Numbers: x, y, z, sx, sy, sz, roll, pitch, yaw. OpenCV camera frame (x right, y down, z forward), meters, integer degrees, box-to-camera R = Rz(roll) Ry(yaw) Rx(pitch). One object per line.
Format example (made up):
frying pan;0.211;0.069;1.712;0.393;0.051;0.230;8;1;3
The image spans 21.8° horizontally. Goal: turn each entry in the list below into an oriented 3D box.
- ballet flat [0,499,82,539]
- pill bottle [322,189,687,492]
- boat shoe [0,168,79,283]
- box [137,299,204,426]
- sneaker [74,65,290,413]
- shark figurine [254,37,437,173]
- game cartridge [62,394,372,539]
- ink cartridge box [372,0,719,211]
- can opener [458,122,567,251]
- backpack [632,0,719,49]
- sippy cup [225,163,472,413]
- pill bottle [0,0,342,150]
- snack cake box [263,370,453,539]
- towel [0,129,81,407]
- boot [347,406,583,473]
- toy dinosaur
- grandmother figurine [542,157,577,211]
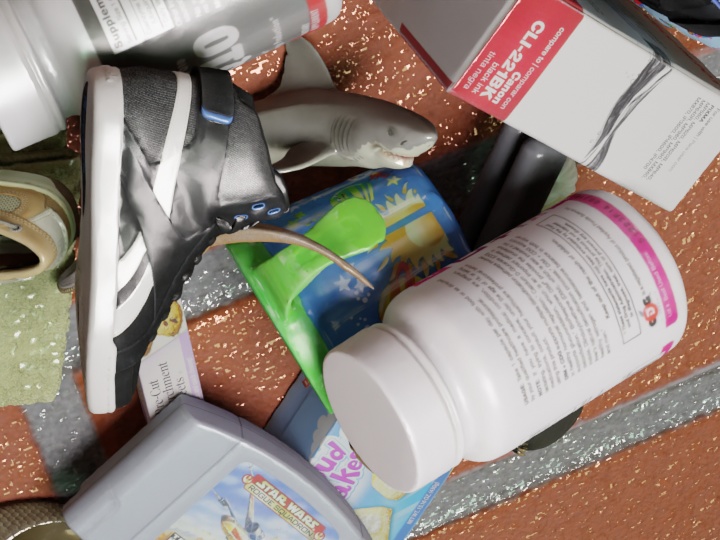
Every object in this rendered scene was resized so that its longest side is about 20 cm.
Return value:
ballet flat;-0.194;0.190;1.278;0.200;0.046;0.067;-6;124;-23
pill bottle;0.085;0.042;1.110;0.200;0.113;0.113;-29;131;-23
boat shoe;-0.259;-0.023;1.023;0.200;0.076;0.072;-2;117;8
box;-0.135;0.021;1.194;0.041;0.039;0.200;-17;128;-12
sneaker;-0.094;-0.012;1.007;0.112;0.073;0.200;-1;117;-14
shark figurine;-0.062;-0.100;1.140;0.214;0.128;0.090;-1;95;1
game cartridge;-0.083;0.176;1.254;0.133;0.042;0.200;-41;117;15
ink cartridge box;0.119;-0.135;1.141;0.200;0.144;0.084;23;111;-35
can opener;0.090;-0.015;1.233;0.066;0.053;0.200;-4;132;-27
backpack;0.184;-0.221;1.078;0.135;0.200;0.183;-47;128;10
sippy cup;0.000;0.000;1.180;0.130;0.178;0.140;-32;111;-3
pill bottle;-0.122;-0.150;1.034;0.200;0.114;0.114;-26;130;-7
snack cake box;-0.016;0.148;1.322;0.115;0.067;0.200;19;112;-35
towel;-0.244;0.003;1.131;0.148;0.036;0.200;-6;123;-22
boot;0.084;0.100;1.230;0.200;0.077;0.138;-31;146;-20
toy dinosaur;-0.102;-0.024;1.081;0.200;0.060;0.106;-5;161;32
grandmother figurine;0.119;-0.002;1.293;0.121;0.061;0.200;-11;124;-16
